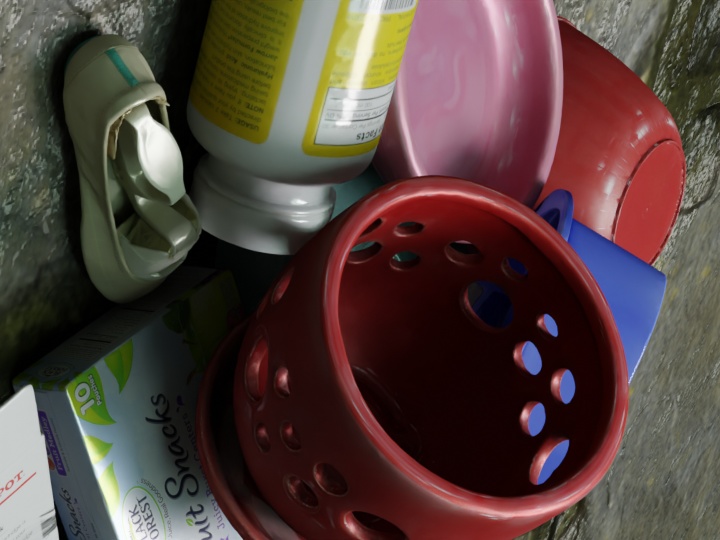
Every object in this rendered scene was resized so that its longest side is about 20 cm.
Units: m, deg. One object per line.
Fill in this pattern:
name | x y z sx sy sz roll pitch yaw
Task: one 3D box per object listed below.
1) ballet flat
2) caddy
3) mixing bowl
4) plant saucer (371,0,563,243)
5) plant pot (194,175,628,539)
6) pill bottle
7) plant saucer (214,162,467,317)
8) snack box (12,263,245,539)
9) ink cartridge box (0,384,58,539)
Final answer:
ballet flat | -0.120 -0.041 1.564 0.069 0.069 0.200 -46 149 -27
caddy | 0.101 0.050 1.754 0.141 0.105 0.201 -138 -108 -81
mixing bowl | 0.143 -0.055 1.877 0.200 0.108 0.201 -41 142 -42
plant saucer | 0.054 -0.116 1.716 0.200 0.051 0.201 1 89 -58
plant pot | 0.022 0.072 1.597 0.200 0.201 0.182 -37 179 -38
pill bottle | -0.034 -0.115 1.591 0.111 0.111 0.201 -16 128 -53
plant saucer | 0.000 0.000 1.740 0.199 0.036 0.201 -4 96 -41
snack box | -0.109 0.117 1.665 0.142 0.053 0.201 -37 120 -38
ink cartridge box | -0.226 0.145 1.550 0.116 0.067 0.200 -41 146 -33
